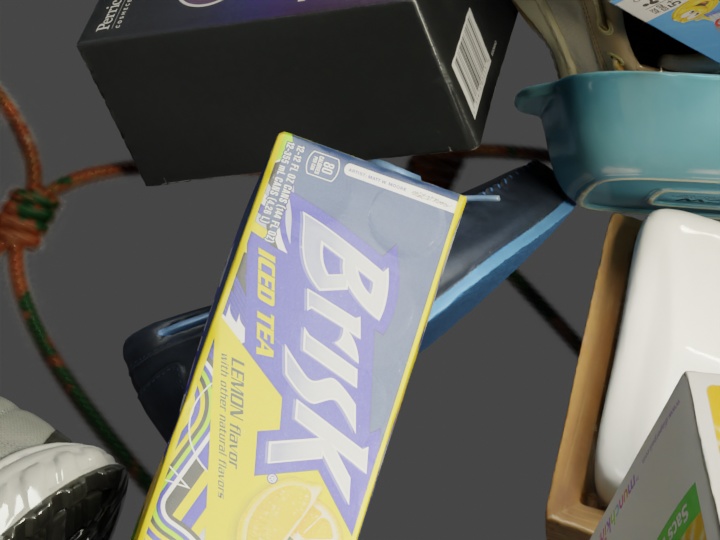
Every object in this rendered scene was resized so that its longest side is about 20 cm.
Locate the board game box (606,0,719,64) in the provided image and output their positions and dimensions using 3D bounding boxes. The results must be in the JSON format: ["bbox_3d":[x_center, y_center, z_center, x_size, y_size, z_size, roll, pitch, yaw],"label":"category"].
[{"bbox_3d":[0.150,-0.167,0.943,0.200,0.056,0.196,20,54,-49],"label":"board game box"}]

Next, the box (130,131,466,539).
[{"bbox_3d":[-0.029,0.061,0.820,0.070,0.064,0.200,19,69,-3],"label":"box"}]

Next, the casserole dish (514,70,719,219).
[{"bbox_3d":[0.155,-0.042,0.923,0.200,0.121,0.039,4,83,-2],"label":"casserole dish"}]

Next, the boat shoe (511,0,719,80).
[{"bbox_3d":[0.117,-0.091,0.978,0.069,0.200,0.074,13,67,44],"label":"boat shoe"}]

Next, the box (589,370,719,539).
[{"bbox_3d":[0.122,0.133,0.765,0.112,0.200,0.101,7,48,-14],"label":"box"}]

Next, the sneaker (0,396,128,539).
[{"bbox_3d":[-0.166,0.098,0.788,0.079,0.074,0.200,35,40,24],"label":"sneaker"}]

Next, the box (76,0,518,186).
[{"bbox_3d":[-0.010,-0.131,0.997,0.141,0.079,0.200,-8,40,24],"label":"box"}]

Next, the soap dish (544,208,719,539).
[{"bbox_3d":[0.168,0.075,0.918,0.200,0.081,0.157,19,46,-3],"label":"soap dish"}]

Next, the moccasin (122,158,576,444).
[{"bbox_3d":[0.000,0.000,0.920,0.200,0.080,0.068,-32,78,-39],"label":"moccasin"}]
